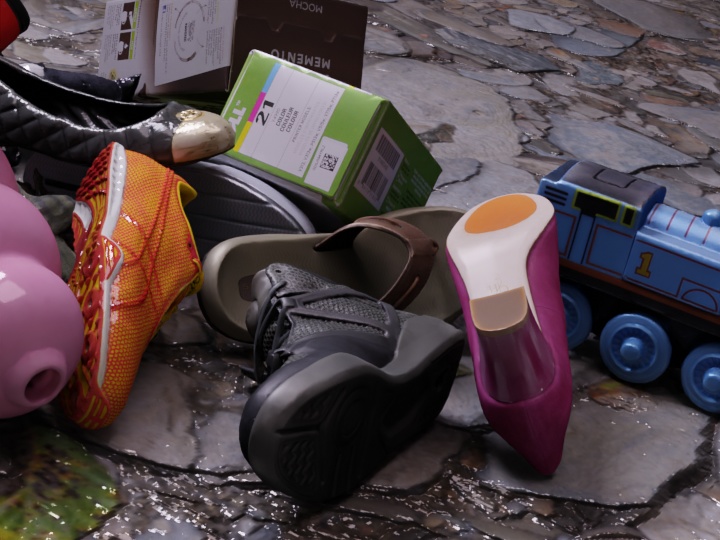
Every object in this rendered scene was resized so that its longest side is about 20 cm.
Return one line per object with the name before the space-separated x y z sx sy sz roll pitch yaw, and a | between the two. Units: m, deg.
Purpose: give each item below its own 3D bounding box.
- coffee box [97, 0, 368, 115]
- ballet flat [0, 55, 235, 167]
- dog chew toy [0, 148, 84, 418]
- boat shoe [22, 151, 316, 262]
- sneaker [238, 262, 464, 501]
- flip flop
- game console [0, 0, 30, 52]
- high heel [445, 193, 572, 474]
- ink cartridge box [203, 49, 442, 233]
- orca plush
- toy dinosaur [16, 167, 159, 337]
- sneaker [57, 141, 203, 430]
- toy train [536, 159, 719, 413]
coffee box | -0.098 -0.158 1.133 0.113 0.080 0.200 6 0 -35
ballet flat | -0.168 -0.097 0.930 0.199 0.057 0.066 11 20 19
dog chew toy | -0.207 -0.001 0.764 0.124 0.125 0.200 -8 40 -42
boat shoe | -0.114 -0.044 0.972 0.199 0.072 0.062 18 19 14
sneaker | -0.032 0.054 0.788 0.114 0.077 0.199 20 20 19
flip flop | 0.000 0.000 0.903 0.199 0.081 0.058 -5 -13 -33
game console | -0.274 -0.171 0.769 0.118 0.200 0.173 -24 22 28
high heel | 0.093 0.028 0.884 0.067 0.096 0.200 -15 24 7
ink cartridge box | -0.063 -0.089 1.021 0.199 0.076 0.148 24 -6 20
orca plush | -0.247 -0.099 1.070 0.199 0.071 0.105 5 -23 -45
toy dinosaur | -0.184 -0.030 0.902 0.200 0.048 0.088 39 19 4
sneaker | -0.117 0.006 0.817 0.077 0.073 0.200 26 38 -20
toy train | 0.190 0.009 0.963 0.199 0.115 0.087 22 24 19
